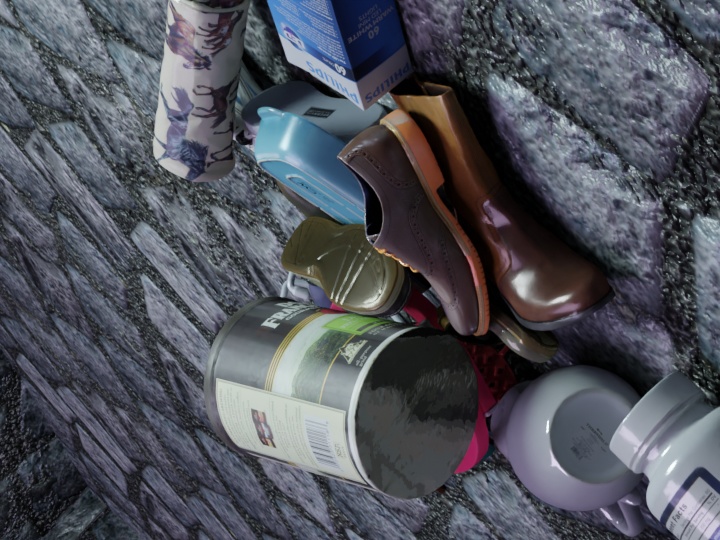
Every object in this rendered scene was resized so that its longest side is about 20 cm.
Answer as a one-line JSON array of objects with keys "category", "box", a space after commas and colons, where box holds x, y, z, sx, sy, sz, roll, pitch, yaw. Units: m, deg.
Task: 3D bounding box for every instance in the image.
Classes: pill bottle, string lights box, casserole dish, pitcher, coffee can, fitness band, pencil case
[{"category": "pill bottle", "box": [0.288, 0.172, 1.429, 0.200, 0.111, 0.111, 43, 161, 20]}, {"category": "string lights box", "box": [-0.031, -0.229, 1.462, 0.103, 0.059, 0.200, 36, 157, 37]}, {"category": "casserole dish", "box": [-0.011, -0.069, 1.595, 0.200, 0.039, 0.121, 35, 169, -19]}, {"category": "pitcher", "box": [0.198, 0.162, 1.622, 0.172, 0.121, 0.200, 44, 171, 1]}, {"category": "coffee can", "box": [-0.018, 0.108, 1.634, 0.200, 0.146, 0.147, 10, 138, 47]}, {"category": "fitness band", "box": [0.048, 0.094, 1.711, 0.143, 0.037, 0.200, -12, 111, 55]}, {"category": "pencil case", "box": [-0.142, -0.175, 1.691, 0.077, 0.090, 0.201, 16, 128, 9]}]

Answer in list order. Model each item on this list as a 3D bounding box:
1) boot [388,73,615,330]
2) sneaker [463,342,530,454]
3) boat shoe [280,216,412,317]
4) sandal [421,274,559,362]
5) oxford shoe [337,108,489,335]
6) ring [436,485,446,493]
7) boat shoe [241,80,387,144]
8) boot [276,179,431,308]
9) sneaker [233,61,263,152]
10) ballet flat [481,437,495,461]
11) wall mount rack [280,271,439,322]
[{"category": "boot", "box": [0.111, -0.061, 1.484, 0.201, 0.068, 0.188, 65, 170, -25]}, {"category": "sneaker", "box": [0.135, 0.140, 1.772, 0.200, 0.079, 0.096, 48, 164, 6]}, {"category": "boat shoe", "box": [0.000, 0.000, 1.614, 0.065, 0.073, 0.200, 29, -178, -29]}, {"category": "sandal", "box": [0.101, 0.042, 1.613, 0.080, 0.054, 0.200, 20, -169, -29]}, {"category": "oxford shoe", "box": [0.042, -0.026, 1.513, 0.201, 0.073, 0.071, 64, 167, -18]}, {"category": "ring", "box": [0.008, 0.150, 1.852, 0.200, 0.019, 0.200, 38, 180, 0]}, {"category": "boat shoe", "box": [-0.032, -0.120, 1.680, 0.200, 0.070, 0.066, 13, 139, 49]}, {"category": "boot", "box": [-0.031, -0.015, 1.733, 0.200, 0.097, 0.075, 42, -162, -30]}, {"category": "sneaker", "box": [-0.104, -0.140, 1.789, 0.200, 0.072, 0.072, 47, 160, 5]}, {"category": "ballet flat", "box": [0.091, 0.156, 1.870, 0.065, 0.070, 0.200, 55, 179, 14]}, {"category": "wall mount rack", "box": [0.009, 0.031, 1.871, 0.173, 0.075, 0.200, 11, 161, -4]}]
